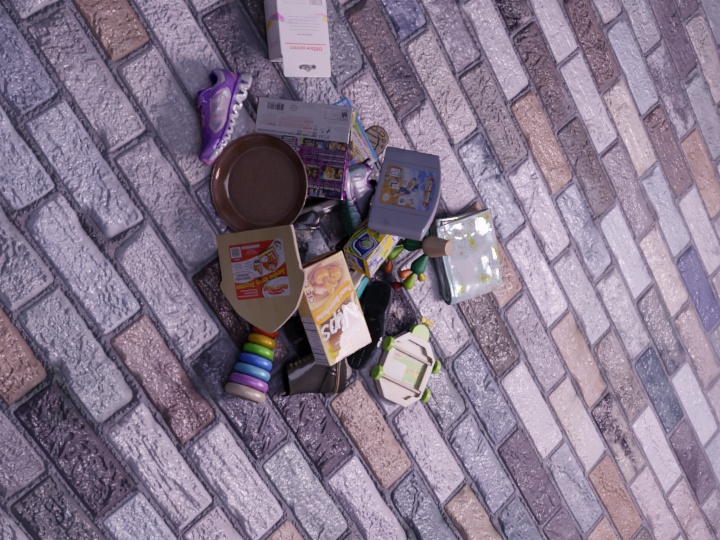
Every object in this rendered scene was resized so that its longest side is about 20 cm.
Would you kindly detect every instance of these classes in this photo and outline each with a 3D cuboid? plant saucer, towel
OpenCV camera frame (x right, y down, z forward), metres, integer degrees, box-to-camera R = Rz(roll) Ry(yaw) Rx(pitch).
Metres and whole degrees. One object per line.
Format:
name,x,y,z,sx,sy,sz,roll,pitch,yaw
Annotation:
plant saucer,-0.195,-0.166,1.588,0.198,0.037,0.203,0,93,11
towel,0.251,-0.035,1.900,0.170,0.048,0.202,-15,99,-29

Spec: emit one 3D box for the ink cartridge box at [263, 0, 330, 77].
ink cartridge box,-0.129,-0.489,1.650,0.116,0.067,0.203,-6,94,-31

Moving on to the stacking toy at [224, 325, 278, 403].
stacking toy,-0.200,0.159,1.624,0.085,0.085,0.202,27,74,-28

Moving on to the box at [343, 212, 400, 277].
box,0.048,-0.088,1.691,0.201,0.064,0.070,-54,156,-22

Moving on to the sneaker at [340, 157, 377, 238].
sneaker,0.005,-0.138,1.691,0.087,0.075,0.201,-26,139,-14

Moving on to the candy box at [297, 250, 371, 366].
candy box,-0.062,0.074,1.620,0.115,0.055,0.202,-27,104,-33

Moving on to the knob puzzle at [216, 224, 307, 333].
knob puzzle,-0.186,0.020,1.578,0.030,0.217,0.222,-19,103,-64

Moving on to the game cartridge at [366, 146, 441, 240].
game cartridge,0.097,-0.161,1.667,0.132,0.042,0.202,9,63,9

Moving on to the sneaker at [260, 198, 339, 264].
sneaker,-0.119,-0.073,1.662,0.198,0.076,0.115,-31,110,-19

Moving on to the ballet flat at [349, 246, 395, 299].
ballet flat,0.000,0.000,1.743,0.069,0.069,0.201,39,81,-25

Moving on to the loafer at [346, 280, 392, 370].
loafer,0.026,0.126,1.742,0.072,0.072,0.202,69,41,-63

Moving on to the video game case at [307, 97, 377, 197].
video game case,-0.083,-0.245,1.663,0.199,0.018,0.144,-28,99,-3

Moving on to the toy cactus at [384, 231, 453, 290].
toy cactus,0.132,-0.051,1.769,0.102,0.164,0.203,10,89,-48

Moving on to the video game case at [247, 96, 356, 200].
video game case,-0.116,-0.241,1.605,0.198,0.036,0.184,8,93,11

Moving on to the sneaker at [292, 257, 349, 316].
sneaker,-0.098,0.029,1.674,0.199,0.075,0.079,-29,107,-32

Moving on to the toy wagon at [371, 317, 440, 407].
toy wagon,0.111,0.202,1.828,0.154,0.039,0.202,28,76,-28

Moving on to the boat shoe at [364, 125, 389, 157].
boat shoe,-0.023,-0.226,1.719,0.200,0.068,0.072,-44,103,-3

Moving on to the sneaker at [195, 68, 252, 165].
sneaker,-0.282,-0.303,1.565,0.088,0.080,0.202,23,75,-22

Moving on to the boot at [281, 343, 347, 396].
boot,-0.101,0.163,1.685,0.137,0.077,0.203,-5,93,-25
